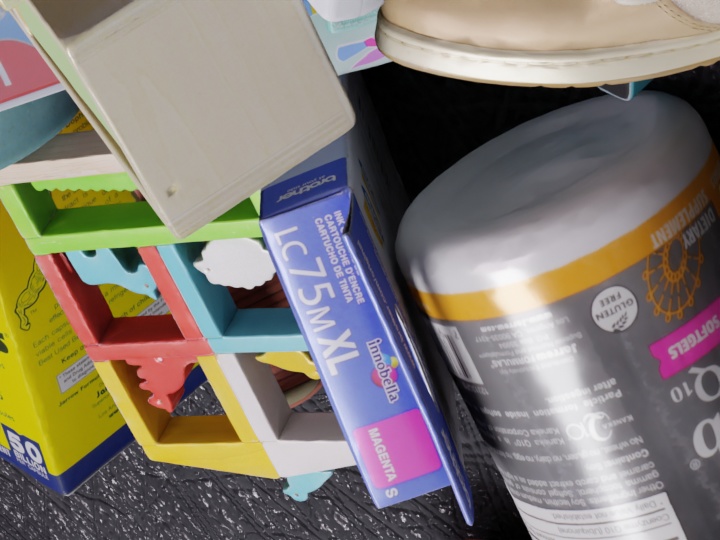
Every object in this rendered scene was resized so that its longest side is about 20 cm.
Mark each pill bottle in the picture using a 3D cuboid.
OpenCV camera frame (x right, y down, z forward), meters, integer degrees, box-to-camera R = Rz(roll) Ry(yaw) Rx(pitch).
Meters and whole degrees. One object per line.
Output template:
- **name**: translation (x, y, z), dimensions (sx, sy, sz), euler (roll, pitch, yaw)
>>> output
- **pill bottle**: translation (0.101, 0.049, 0.719), dimensions (0.116, 0.116, 0.201), euler (-3, 121, 51)

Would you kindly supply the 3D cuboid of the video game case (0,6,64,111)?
- **video game case**: translation (-0.110, -0.158, 0.728), dimensions (0.017, 0.142, 0.201), euler (37, 140, 44)

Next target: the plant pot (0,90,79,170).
- **plant pot**: translation (-0.194, -0.137, 0.811), dimensions (0.199, 0.200, 0.189), euler (17, 133, 41)

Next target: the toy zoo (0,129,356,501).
- **toy zoo**: translation (-0.061, 0.024, 0.869), dimensions (0.130, 0.021, 0.201), euler (-3, 129, 29)

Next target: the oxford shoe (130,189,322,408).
- **oxford shoe**: translation (-0.062, -0.024, 0.909), dimensions (0.074, 0.070, 0.201), euler (-122, 11, -54)

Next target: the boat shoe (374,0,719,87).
- **boat shoe**: translation (0.098, -0.098, 0.570), dimensions (0.198, 0.074, 0.070), euler (-6, 117, 10)

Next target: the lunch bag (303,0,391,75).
- **lunch bag**: translation (-0.027, -0.163, 0.660), dimensions (0.161, 0.077, 0.201), euler (49, 153, 47)

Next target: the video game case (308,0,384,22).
- **video game case**: translation (-0.044, -0.194, 0.534), dimensions (0.200, 0.023, 0.183), euler (53, 152, 32)

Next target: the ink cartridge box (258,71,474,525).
- **ink cartridge box**: translation (0.000, 0.000, 0.750), dimensions (0.200, 0.042, 0.120), euler (-99, -12, -65)

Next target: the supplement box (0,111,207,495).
- **supplement box**: translation (-0.160, -0.015, 0.977), dimensions (0.108, 0.109, 0.201), euler (21, 136, 37)

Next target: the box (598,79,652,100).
- **box**: translation (0.069, -0.156, 0.618), dimensions (0.082, 0.049, 0.201), euler (30, 142, 29)

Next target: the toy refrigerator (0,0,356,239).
- **toy refrigerator**: translation (-0.083, -0.098, 0.625), dimensions (0.200, 0.070, 0.076), euler (50, 171, 47)
